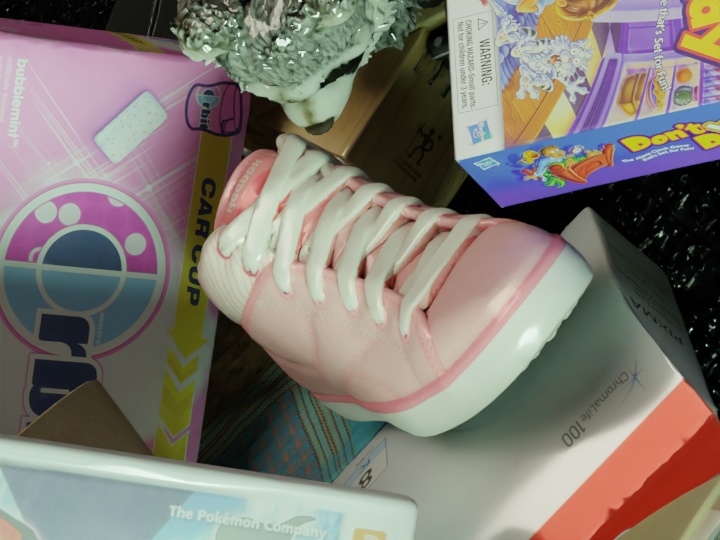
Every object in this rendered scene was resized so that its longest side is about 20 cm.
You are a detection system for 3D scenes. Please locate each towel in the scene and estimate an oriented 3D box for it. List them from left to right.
[{"bbox_3d":[-0.048,0.042,1.153,0.147,0.022,0.200,-46,41,16],"label":"towel"}]

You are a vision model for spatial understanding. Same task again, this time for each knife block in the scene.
[{"bbox_3d":[0.029,-0.114,1.124,0.199,0.064,0.176,24,77,49],"label":"knife block"}]

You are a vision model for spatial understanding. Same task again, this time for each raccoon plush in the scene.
[{"bbox_3d":[-0.044,-0.146,0.986,0.096,0.134,0.201,-32,84,16],"label":"raccoon plush"}]

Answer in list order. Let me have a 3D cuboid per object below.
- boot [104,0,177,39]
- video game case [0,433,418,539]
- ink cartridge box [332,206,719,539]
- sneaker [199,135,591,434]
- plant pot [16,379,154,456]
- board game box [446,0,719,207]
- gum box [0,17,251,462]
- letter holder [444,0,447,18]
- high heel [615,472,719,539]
[{"bbox_3d":[-0.044,-0.163,1.236,0.164,0.065,0.201,-2,64,52],"label":"boot"},{"bbox_3d":[-0.090,0.152,0.886,0.023,0.198,0.184,-174,93,-77],"label":"video game case"},{"bbox_3d":[0.053,0.080,0.942,0.160,0.047,0.200,-47,15,15],"label":"ink cartridge box"},{"bbox_3d":[0.000,0.000,0.969,0.075,0.105,0.200,-51,14,-18],"label":"sneaker"},{"bbox_3d":[-0.094,0.178,0.975,0.187,0.200,0.187,-45,-2,-2],"label":"plant pot"},{"bbox_3d":[0.096,-0.133,0.902,0.133,0.045,0.202,-12,66,21],"label":"board game box"},{"bbox_3d":[-0.119,0.003,1.094,0.066,0.113,0.202,-150,67,-67],"label":"gum box"},{"bbox_3d":[0.117,-0.173,0.992,0.141,0.101,0.201,23,82,16],"label":"letter holder"},{"bbox_3d":[0.105,0.169,0.833,0.201,0.142,0.071,-55,17,2],"label":"high heel"}]
